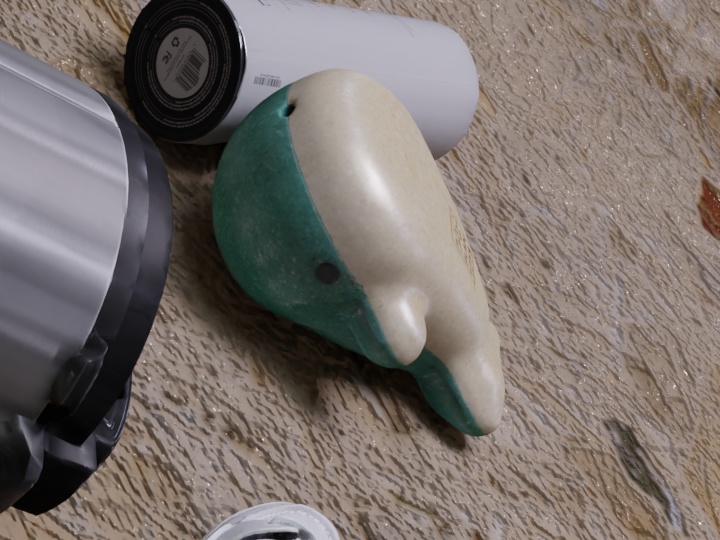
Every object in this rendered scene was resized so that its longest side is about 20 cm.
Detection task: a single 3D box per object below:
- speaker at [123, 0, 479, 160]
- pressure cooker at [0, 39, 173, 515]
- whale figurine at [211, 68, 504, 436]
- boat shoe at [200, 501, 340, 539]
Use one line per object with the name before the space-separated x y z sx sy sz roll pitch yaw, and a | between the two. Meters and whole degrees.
speaker | -0.026 -0.100 1.527 0.200 0.081 0.081 2 49 -53
pressure cooker | -0.166 -0.006 1.101 0.200 0.176 0.179 26 -8 -37
whale figurine | 0.000 0.000 1.438 0.200 0.104 0.159 57 17 -34
boat shoe | -0.047 0.133 1.197 0.072 0.069 0.200 49 28 8
